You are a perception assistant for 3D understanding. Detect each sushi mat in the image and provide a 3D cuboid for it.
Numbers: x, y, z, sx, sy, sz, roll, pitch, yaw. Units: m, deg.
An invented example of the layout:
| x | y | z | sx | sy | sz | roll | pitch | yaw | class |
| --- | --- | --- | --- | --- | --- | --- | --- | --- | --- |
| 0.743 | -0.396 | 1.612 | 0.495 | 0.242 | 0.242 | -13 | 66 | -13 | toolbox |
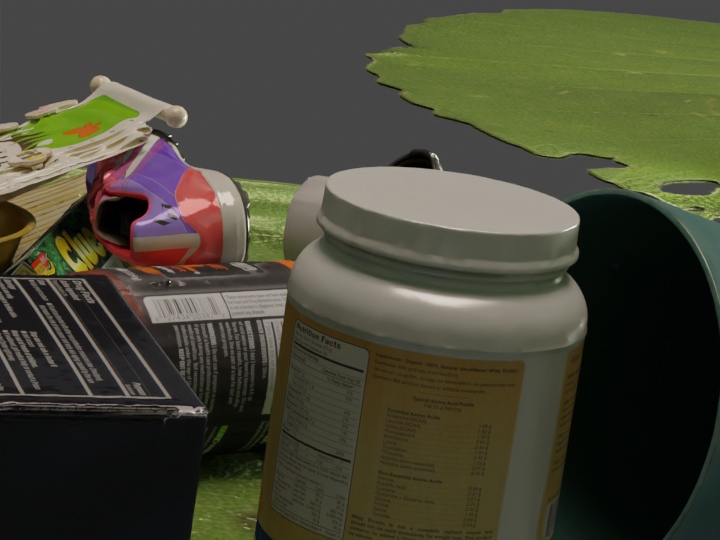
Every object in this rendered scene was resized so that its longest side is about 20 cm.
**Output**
| x | y | z | sx | sy | sz | roll | pitch | yaw | class |
| --- | --- | --- | --- | --- | --- | --- | --- | --- | --- |
| -0.183 | -0.021 | 1.784 | 0.096 | 0.012 | 0.200 | 43 | 22 | 8 | sushi mat |

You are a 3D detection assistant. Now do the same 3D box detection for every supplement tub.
| x | y | z | sx | sy | sz | roll | pitch | yaw | class |
| --- | --- | --- | --- | --- | --- | --- | --- | --- | --- |
| -0.075 | 0.048 | 1.496 | 0.200 | 0.107 | 0.107 | -3 | 18 | -38 | supplement tub |
| 0.030 | 0.062 | 1.303 | 0.144 | 0.201 | 0.145 | 8 | 14 | -2 | supplement tub |

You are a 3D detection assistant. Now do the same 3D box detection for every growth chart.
| x | y | z | sx | sy | sz | roll | pitch | yaw | class |
| --- | --- | --- | --- | --- | --- | --- | --- | --- | --- |
| -0.203 | -0.072 | 1.614 | 0.200 | 0.018 | 0.145 | -25 | 24 | -31 | growth chart |

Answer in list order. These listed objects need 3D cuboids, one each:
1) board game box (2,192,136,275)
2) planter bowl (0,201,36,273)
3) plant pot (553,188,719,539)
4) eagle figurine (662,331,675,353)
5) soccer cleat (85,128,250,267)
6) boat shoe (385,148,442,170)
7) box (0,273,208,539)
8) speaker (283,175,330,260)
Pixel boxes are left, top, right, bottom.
| x | y | z | sx | sy | sz | roll | pitch | yaw | class |
| --- | --- | --- | --- | --- | --- | --- | --- | --- | --- |
| -0.153 | 0.016 | 1.614 | 0.105 | 0.023 | 0.200 | 51 | 13 | -7 | board game box |
| -0.289 | 0.007 | 1.568 | 0.200 | 0.084 | 0.200 | 4 | 12 | -1 | planter bowl |
| 0.173 | 0.069 | 1.388 | 0.161 | 0.201 | 0.200 | 10 | 11 | -36 | plant pot |
| 0.205 | 0.054 | 1.606 | 0.200 | 0.151 | 0.152 | -17 | 16 | -36 | eagle figurine |
| -0.132 | -0.040 | 1.589 | 0.073 | 0.068 | 0.200 | -6 | 16 | -25 | soccer cleat |
| 0.000 | 0.000 | 1.696 | 0.072 | 0.068 | 0.200 | 14 | 43 | 25 | boat shoe |
| -0.194 | 0.082 | 1.254 | 0.198 | 0.124 | 0.200 | 2 | 17 | -19 | box |
| 0.050 | -0.013 | 1.819 | 0.200 | 0.081 | 0.081 | 8 | 12 | 29 | speaker |
